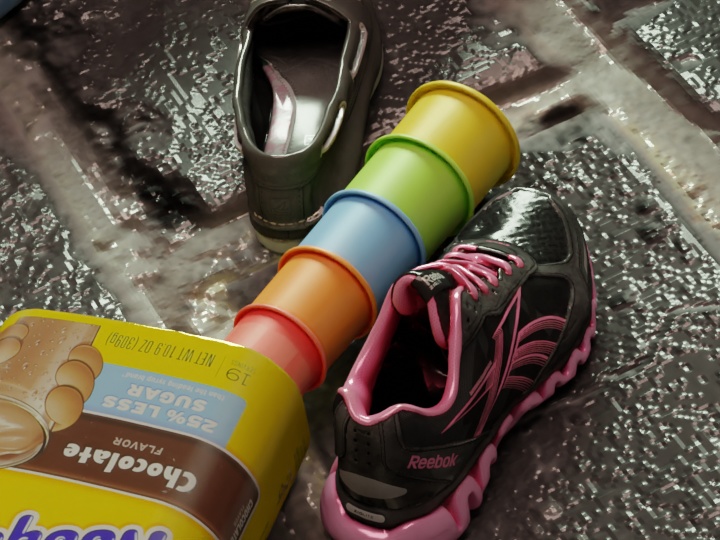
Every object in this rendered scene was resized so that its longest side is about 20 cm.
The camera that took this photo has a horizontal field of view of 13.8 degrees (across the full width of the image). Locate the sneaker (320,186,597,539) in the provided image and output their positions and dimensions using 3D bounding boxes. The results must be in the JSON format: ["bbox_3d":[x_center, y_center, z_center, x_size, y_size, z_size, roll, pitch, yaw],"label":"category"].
[{"bbox_3d":[0.042,0.024,1.251,0.079,0.096,0.200,10,47,23],"label":"sneaker"}]

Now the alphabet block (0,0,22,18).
[{"bbox_3d":[-0.293,-0.208,1.481,0.200,0.197,0.195,27,55,33],"label":"alphabet block"}]

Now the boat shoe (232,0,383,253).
[{"bbox_3d":[-0.026,-0.096,1.409,0.067,0.057,0.200,-5,45,7],"label":"boat shoe"}]

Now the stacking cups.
[{"bbox_3d":[0.000,0.000,1.300,0.060,0.061,0.200,16,48,26],"label":"stacking cups"}]

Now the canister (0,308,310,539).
[{"bbox_3d":[-0.118,0.116,1.167,0.148,0.087,0.200,9,48,19],"label":"canister"}]
